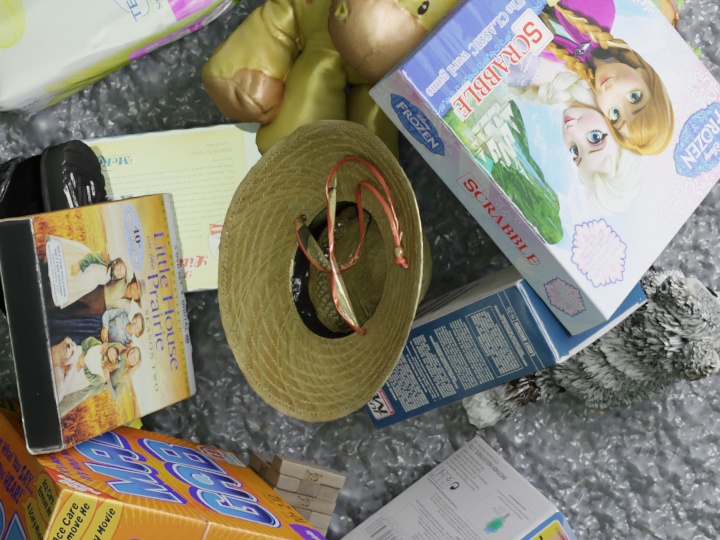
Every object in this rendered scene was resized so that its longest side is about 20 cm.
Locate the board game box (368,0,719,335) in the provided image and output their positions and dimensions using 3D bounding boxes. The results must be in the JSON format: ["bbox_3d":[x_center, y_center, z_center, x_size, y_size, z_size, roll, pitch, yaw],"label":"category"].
[{"bbox_3d":[0.133,-0.099,1.205,0.200,0.041,0.200,48,57,-9],"label":"board game box"}]

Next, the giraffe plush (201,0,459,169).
[{"bbox_3d":[0.010,-0.166,1.274,0.171,0.162,0.202,15,75,-30],"label":"giraffe plush"}]

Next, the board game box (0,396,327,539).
[{"bbox_3d":[-0.166,0.224,1.267,0.198,0.200,0.202,17,96,-27],"label":"board game box"}]

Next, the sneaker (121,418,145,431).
[{"bbox_3d":[-0.245,0.141,1.364,0.199,0.075,0.077,-32,92,4],"label":"sneaker"}]

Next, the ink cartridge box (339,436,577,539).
[{"bbox_3d":[0.044,0.220,1.308,0.199,0.136,0.077,-35,116,-8],"label":"ink cartridge box"}]

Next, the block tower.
[{"bbox_3d":[-0.073,0.228,1.366,0.054,0.058,0.202,17,95,-28],"label":"block tower"}]

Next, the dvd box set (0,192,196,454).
[{"bbox_3d":[-0.169,0.029,1.257,0.029,0.200,0.148,-6,94,20],"label":"dvd box set"}]

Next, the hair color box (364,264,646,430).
[{"bbox_3d":[0.086,0.040,1.282,0.100,0.199,0.061,-30,93,-39],"label":"hair color box"}]

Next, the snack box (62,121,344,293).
[{"bbox_3d":[-0.108,-0.045,1.368,0.198,0.037,0.117,-6,93,2],"label":"snack box"}]

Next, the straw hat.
[{"bbox_3d":[0.000,0.000,1.268,0.200,0.085,0.203,2,92,45],"label":"straw hat"}]

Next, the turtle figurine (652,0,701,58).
[{"bbox_3d":[0.209,-0.235,1.302,0.143,0.200,0.195,-33,87,-31],"label":"turtle figurine"}]

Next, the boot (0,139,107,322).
[{"bbox_3d":[-0.252,0.019,1.317,0.156,0.079,0.213,-13,64,18],"label":"boot"}]

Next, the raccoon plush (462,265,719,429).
[{"bbox_3d":[0.171,0.069,1.319,0.200,0.134,0.097,-39,93,3],"label":"raccoon plush"}]

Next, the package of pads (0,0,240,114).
[{"bbox_3d":[-0.197,-0.213,1.347,0.199,0.068,0.156,-25,91,3],"label":"package of pads"}]
